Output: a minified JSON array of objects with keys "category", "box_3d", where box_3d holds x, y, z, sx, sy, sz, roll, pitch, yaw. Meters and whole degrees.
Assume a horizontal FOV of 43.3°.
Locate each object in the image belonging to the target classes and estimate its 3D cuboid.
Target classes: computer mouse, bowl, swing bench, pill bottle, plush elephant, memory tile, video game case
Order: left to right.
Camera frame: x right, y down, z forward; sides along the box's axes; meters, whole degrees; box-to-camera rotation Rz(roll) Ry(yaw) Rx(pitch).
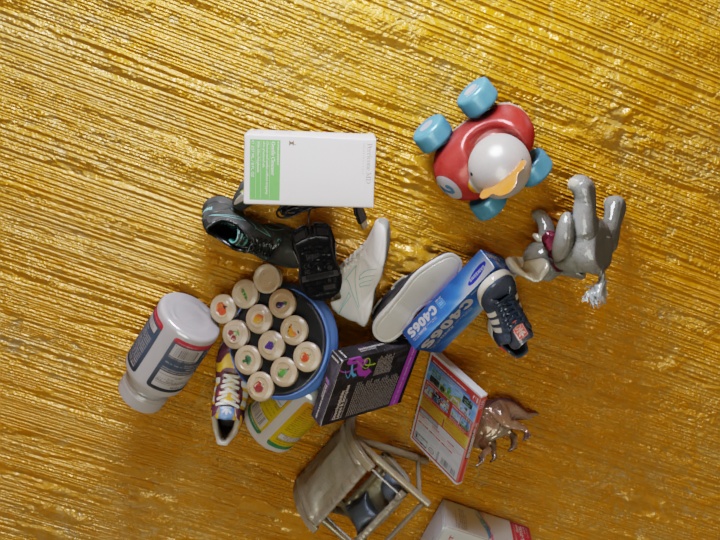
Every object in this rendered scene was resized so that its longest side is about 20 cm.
[{"category":"pill bottle","box_3d":[-0.344,0.150,1.598,0.119,0.120,0.201,31,115,-14]},{"category":"memory tile","box_3d":[-0.163,0.105,1.544,0.152,0.017,0.202,-31,79,13]},{"category":"bowl","box_3d":[-0.137,0.123,1.564,0.197,0.039,0.205,-1,87,18]},{"category":"pill bottle","box_3d":[-0.110,0.226,1.637,0.112,0.113,0.200,36,113,-17]},{"category":"computer mouse","box_3d":[-0.050,-0.051,1.495,0.138,0.046,0.203,-16,122,2]},{"category":"swing bench","box_3d":[-0.001,0.416,1.727,0.198,0.130,0.200,32,115,-14]},{"category":"video game case","box_3d":[0.156,0.266,1.646,0.017,0.143,0.203,-11,125,-34]},{"category":"plush elephant","box_3d":[0.329,-0.042,1.475,0.153,0.163,0.204,1,87,41]}]

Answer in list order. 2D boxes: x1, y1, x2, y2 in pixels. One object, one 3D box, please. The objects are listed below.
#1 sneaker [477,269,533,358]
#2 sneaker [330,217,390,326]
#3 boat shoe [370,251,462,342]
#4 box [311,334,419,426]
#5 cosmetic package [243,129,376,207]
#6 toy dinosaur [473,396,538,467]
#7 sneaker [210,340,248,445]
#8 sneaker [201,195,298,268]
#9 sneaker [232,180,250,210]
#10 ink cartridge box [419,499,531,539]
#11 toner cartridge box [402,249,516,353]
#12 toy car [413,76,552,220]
[{"category":"sneaker","box_3d":[0.251,0.078,1.523,0.074,0.085,0.201,-32,144,-4]},{"category":"sneaker","box_3d":[0.000,0.000,1.539,0.079,0.071,0.203,18,116,2]},{"category":"boat shoe","box_3d":[0.092,0.037,1.560,0.073,0.061,0.200,35,106,-24]},{"category":"box","box_3d":[0.013,0.187,1.591,0.198,0.036,0.145,-10,128,-43]},{"category":"cosmetic package","box_3d":[-0.076,-0.155,1.378,0.196,0.085,0.110,1,103,-2]},{"category":"toy dinosaur","box_3d":[0.233,0.277,1.680,0.198,0.086,0.137,-26,72,-7]},{"category":"sneaker","box_3d":[-0.234,0.222,1.650,0.073,0.091,0.203,5,119,-1]},{"category":"sneaker","box_3d":[-0.178,-0.048,1.512,0.197,0.080,0.076,25,115,-14]},{"category":"sneaker","box_3d":[-0.116,-0.139,1.464,0.198,0.075,0.085,-27,115,15]},{"category":"ink cartridge box","box_3d":[0.227,0.564,1.825,0.197,0.083,0.147,21,117,-9]},{"category":"toner cartridge box","box_3d":[0.169,0.056,1.545,0.200,0.043,0.094,-48,151,19]},{"category":"toy car","box_3d":[0.192,-0.156,1.376,0.176,0.201,0.185,-36,112,19]}]
